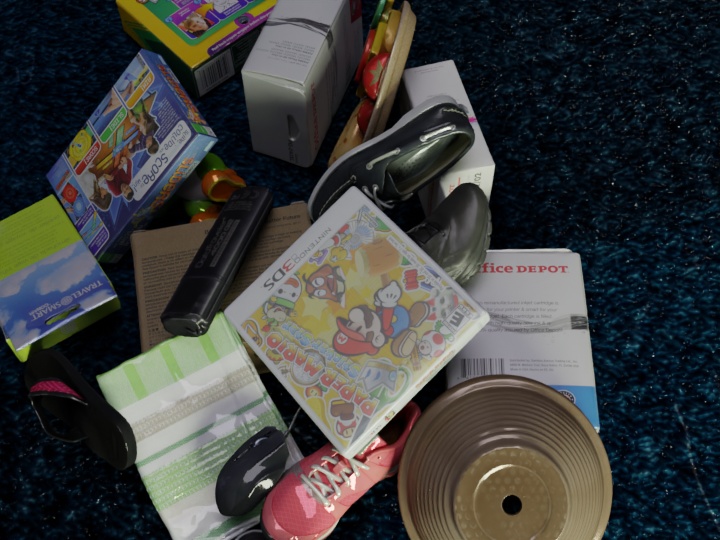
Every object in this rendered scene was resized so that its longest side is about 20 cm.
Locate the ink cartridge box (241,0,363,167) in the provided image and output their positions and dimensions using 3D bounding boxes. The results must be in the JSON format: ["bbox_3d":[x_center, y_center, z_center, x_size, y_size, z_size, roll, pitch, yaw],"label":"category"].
[{"bbox_3d":[-0.066,-0.250,1.231,0.082,0.146,0.202,15,59,11],"label":"ink cartridge box"}]

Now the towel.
[{"bbox_3d":[-0.148,0.158,0.989,0.148,0.031,0.202,-27,87,-15],"label":"towel"}]

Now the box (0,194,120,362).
[{"bbox_3d":[-0.346,0.010,1.112,0.121,0.048,0.200,-30,49,-16],"label":"box"}]

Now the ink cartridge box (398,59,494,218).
[{"bbox_3d":[0.100,-0.121,1.159,0.067,0.116,0.202,-12,58,-6],"label":"ink cartridge box"}]

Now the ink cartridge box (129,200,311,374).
[{"bbox_3d":[-0.137,0.027,1.096,0.197,0.076,0.167,-10,57,-4],"label":"ink cartridge box"}]

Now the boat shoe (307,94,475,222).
[{"bbox_3d":[0.030,-0.101,1.068,0.199,0.075,0.061,-41,46,15],"label":"boat shoe"}]

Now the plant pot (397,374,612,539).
[{"bbox_3d":[0.131,0.199,0.910,0.197,0.093,0.205,0,90,2],"label":"plant pot"}]

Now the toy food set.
[{"bbox_3d":[0.016,-0.216,1.179,0.048,0.201,0.200,17,61,-4],"label":"toy food set"}]

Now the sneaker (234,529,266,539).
[{"bbox_3d":[-0.050,0.294,0.896,0.075,0.114,0.200,-35,62,-20],"label":"sneaker"}]

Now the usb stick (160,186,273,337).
[{"bbox_3d":[-0.142,-0.013,1.039,0.055,0.033,0.201,-1,44,24],"label":"usb stick"}]

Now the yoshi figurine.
[{"bbox_3d":[-0.218,-0.126,1.182,0.112,0.112,0.200,-35,54,-8],"label":"yoshi figurine"}]

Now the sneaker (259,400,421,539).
[{"bbox_3d":[-0.016,0.179,0.957,0.074,0.087,0.199,44,51,15],"label":"sneaker"}]

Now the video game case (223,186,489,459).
[{"bbox_3d":[-0.009,0.042,0.962,0.182,0.023,0.200,-44,61,-3],"label":"video game case"}]

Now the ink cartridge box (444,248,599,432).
[{"bbox_3d":[0.157,0.084,1.041,0.142,0.085,0.203,0,57,3],"label":"ink cartridge box"}]

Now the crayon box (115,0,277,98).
[{"bbox_3d":[-0.191,-0.341,1.348,0.199,0.059,0.172,-37,62,-20],"label":"crayon box"}]

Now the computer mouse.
[{"bbox_3d":[-0.074,0.142,0.963,0.201,0.034,0.058,-55,28,-16],"label":"computer mouse"}]

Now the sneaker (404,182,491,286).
[{"bbox_3d":[0.057,-0.005,1.018,0.202,0.090,0.076,-58,36,-1],"label":"sneaker"}]

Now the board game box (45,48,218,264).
[{"bbox_3d":[-0.259,-0.125,1.143,0.200,0.034,0.136,-45,66,22],"label":"board game box"}]

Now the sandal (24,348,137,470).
[{"bbox_3d":[-0.288,0.136,1.002,0.045,0.076,0.199,-22,33,-36],"label":"sandal"}]
